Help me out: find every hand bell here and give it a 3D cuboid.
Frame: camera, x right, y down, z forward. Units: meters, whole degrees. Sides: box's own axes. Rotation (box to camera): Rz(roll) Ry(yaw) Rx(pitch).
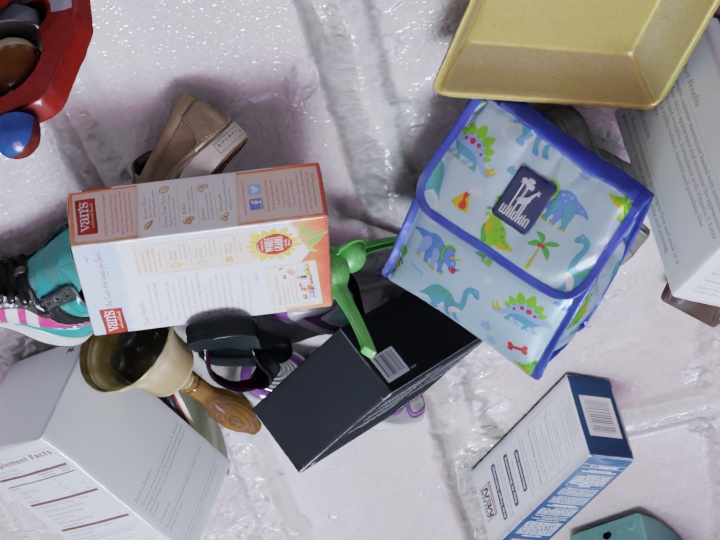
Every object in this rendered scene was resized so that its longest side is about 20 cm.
[{"bbox_3d":[-0.153,0.106,1.736,0.104,0.104,0.200,-27,139,21],"label":"hand bell"}]

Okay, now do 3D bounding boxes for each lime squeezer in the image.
[{"bbox_3d":[0.000,0.000,1.620,0.071,0.200,0.038,17,120,3],"label":"lime squeezer"}]

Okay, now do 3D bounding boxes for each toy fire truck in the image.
[{"bbox_3d":[-0.277,-0.129,1.342,0.200,0.168,0.112,-22,144,15],"label":"toy fire truck"}]

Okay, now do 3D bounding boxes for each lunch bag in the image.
[{"bbox_3d":[0.133,-0.037,1.567,0.170,0.127,0.200,35,132,11],"label":"lunch bag"}]

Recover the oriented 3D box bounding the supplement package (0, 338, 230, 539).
[{"bbox_3d":[-0.240,0.175,1.754,0.117,0.117,0.200,-18,128,40],"label":"supplement package"}]

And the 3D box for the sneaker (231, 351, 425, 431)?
[{"bbox_3d":[-0.036,0.121,1.855,0.200,0.075,0.100,10,151,-18],"label":"sneaker"}]

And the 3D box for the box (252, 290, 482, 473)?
[{"bbox_3d":[0.018,0.086,1.714,0.141,0.079,0.200,-46,168,36],"label":"box"}]

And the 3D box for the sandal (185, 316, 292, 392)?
[{"bbox_3d":[-0.107,0.077,1.629,0.075,0.048,0.200,-10,169,9],"label":"sandal"}]

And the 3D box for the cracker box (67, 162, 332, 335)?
[{"bbox_3d":[-0.125,-0.016,1.517,0.200,0.058,0.134,-7,148,-4],"label":"cracker box"}]

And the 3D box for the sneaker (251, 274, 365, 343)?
[{"bbox_3d":[-0.092,0.018,1.675,0.140,0.078,0.200,-21,143,13],"label":"sneaker"}]

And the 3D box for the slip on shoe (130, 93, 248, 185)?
[{"bbox_3d":[-0.160,-0.071,1.554,0.061,0.076,0.200,43,142,0],"label":"slip on shoe"}]

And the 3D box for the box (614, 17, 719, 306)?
[{"bbox_3d":[0.341,-0.077,1.553,0.200,0.199,0.131,11,140,-28],"label":"box"}]

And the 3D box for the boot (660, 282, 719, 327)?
[{"bbox_3d":[0.383,-0.020,1.761,0.186,0.064,0.200,4,141,2],"label":"boot"}]

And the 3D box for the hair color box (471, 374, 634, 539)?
[{"bbox_3d":[0.199,0.206,1.995,0.060,0.100,0.200,9,140,-28],"label":"hair color box"}]

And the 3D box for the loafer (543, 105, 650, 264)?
[{"bbox_3d":[0.204,-0.077,1.640,0.070,0.070,0.200,-32,142,-4],"label":"loafer"}]

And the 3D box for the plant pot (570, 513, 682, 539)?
[{"bbox_3d":[0.329,0.382,2.253,0.141,0.141,0.200,-21,136,14],"label":"plant pot"}]

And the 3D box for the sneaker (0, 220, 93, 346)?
[{"bbox_3d":[-0.285,0.008,1.600,0.200,0.084,0.121,9,146,-38],"label":"sneaker"}]

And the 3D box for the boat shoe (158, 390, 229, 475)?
[{"bbox_3d":[-0.178,0.152,1.851,0.063,0.071,0.200,-10,149,4],"label":"boat shoe"}]

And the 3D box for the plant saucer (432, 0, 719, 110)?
[{"bbox_3d":[0.170,-0.211,1.454,0.200,0.048,0.200,2,143,-18],"label":"plant saucer"}]
